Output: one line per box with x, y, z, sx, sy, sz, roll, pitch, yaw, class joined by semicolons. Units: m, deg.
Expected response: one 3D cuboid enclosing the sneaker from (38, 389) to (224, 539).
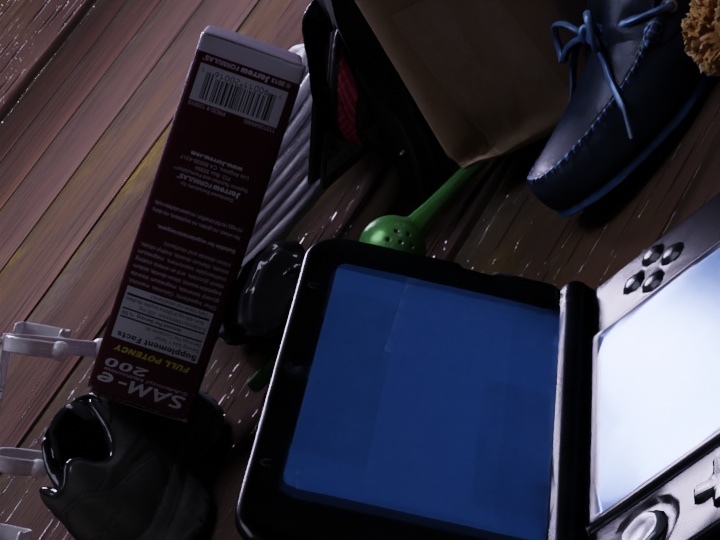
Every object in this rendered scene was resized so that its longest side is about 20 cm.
-0.130;0.095;1.062;0.076;0.091;0.200;-47;15;10;sneaker

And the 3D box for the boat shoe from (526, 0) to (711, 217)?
0.131;-0.116;0.909;0.200;0.069;0.084;-55;18;-21;boat shoe

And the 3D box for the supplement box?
-0.089;-0.029;1.052;0.109;0.061;0.201;-106;35;-80;supplement box

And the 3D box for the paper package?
0.063;-0.194;1.000;0.103;0.200;0.191;-17;30;31;paper package

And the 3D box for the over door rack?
-0.193;0.108;1.153;0.200;0.066;0.148;-178;100;-83;over door rack

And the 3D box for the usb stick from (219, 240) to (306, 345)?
-0.057;0.015;1.087;0.200;0.033;0.056;158;135;-80;usb stick

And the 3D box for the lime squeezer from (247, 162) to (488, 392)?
0.000;0.000;1.037;0.200;0.038;0.071;-46;17;12;lime squeezer

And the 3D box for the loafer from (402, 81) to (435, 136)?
0.072;-0.164;1.172;0.072;0.063;0.200;-34;22;44;loafer

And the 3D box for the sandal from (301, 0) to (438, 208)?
-0.011;-0.110;1.035;0.045;0.200;0.075;-32;39;-6;sandal

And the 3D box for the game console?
0.067;0.023;0.682;0.176;0.116;0.200;-40;19;27;game console

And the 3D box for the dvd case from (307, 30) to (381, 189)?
0.013;-0.165;1.127;0.149;0.016;0.201;-44;-35;-54;dvd case

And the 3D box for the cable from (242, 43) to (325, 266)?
-0.063;-0.068;1.257;0.200;0.069;0.200;-52;11;-18;cable

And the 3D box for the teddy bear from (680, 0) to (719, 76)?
0.191;-0.127;0.781;0.145;0.067;0.200;-47;18;11;teddy bear
